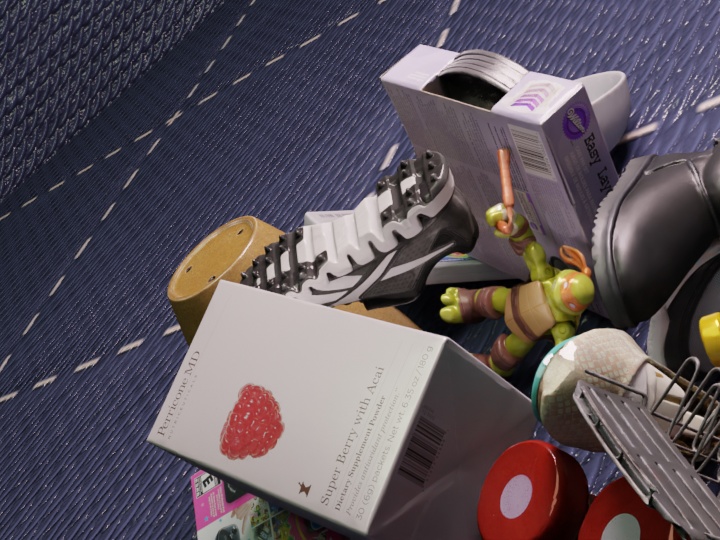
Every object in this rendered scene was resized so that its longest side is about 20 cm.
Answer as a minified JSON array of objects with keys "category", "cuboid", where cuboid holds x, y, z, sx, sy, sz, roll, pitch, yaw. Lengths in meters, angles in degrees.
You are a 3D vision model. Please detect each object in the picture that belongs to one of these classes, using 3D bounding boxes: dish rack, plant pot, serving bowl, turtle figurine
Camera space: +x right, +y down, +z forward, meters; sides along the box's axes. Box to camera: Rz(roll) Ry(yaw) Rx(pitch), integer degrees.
[{"category":"dish rack","cuboid":[0.199,0.097,0.557,0.055,0.199,0.154,-63,21,15]},{"category":"plant pot","cuboid":[-0.059,0.060,0.971,0.186,0.200,0.187,-33,26,18]},{"category":"serving bowl","cuboid":[0.154,-0.106,1.072,0.199,0.066,0.200,-24,12,6]},{"category":"turtle figurine","cuboid":[0.119,0.021,0.859,0.064,0.201,0.161,-22,-5,-30]}]

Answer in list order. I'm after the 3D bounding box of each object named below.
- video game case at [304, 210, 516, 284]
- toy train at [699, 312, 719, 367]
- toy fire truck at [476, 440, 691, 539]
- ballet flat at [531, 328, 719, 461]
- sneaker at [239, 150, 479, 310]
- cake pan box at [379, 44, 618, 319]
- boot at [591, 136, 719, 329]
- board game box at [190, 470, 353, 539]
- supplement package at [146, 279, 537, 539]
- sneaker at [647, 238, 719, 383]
[{"category":"video game case","cuboid":[0.044,-0.024,1.078,0.142,0.018,0.200,-3,17,-18]},{"category":"toy train","cuboid":[0.262,0.017,0.614,0.200,0.149,0.056,102,166,-58]},{"category":"toy fire truck","cuboid":[0.123,0.192,0.617,0.200,0.112,0.169,7,70,60]},{"category":"ballet flat","cuboid":[0.160,0.074,0.664,0.062,0.200,0.068,17,91,33]},{"category":"sneaker","cuboid":[0.000,0.000,0.850,0.199,0.090,0.067,-31,37,21]},{"category":"cake pan box","cuboid":[0.115,-0.069,0.892,0.052,0.201,0.184,-43,36,-18]},{"category":"boot","cuboid":[0.246,-0.043,0.700,0.199,0.066,0.165,-12,30,31]},{"category":"board game box","cuboid":[-0.021,0.170,0.844,0.199,0.064,0.148,-32,48,19]},{"category":"supplement package","cuboid":[-0.014,0.097,0.753,0.199,0.120,0.122,12,73,42]},{"category":"sneaker","cuboid":[0.271,0.006,0.729,0.200,0.076,0.114,-40,22,-5]}]
